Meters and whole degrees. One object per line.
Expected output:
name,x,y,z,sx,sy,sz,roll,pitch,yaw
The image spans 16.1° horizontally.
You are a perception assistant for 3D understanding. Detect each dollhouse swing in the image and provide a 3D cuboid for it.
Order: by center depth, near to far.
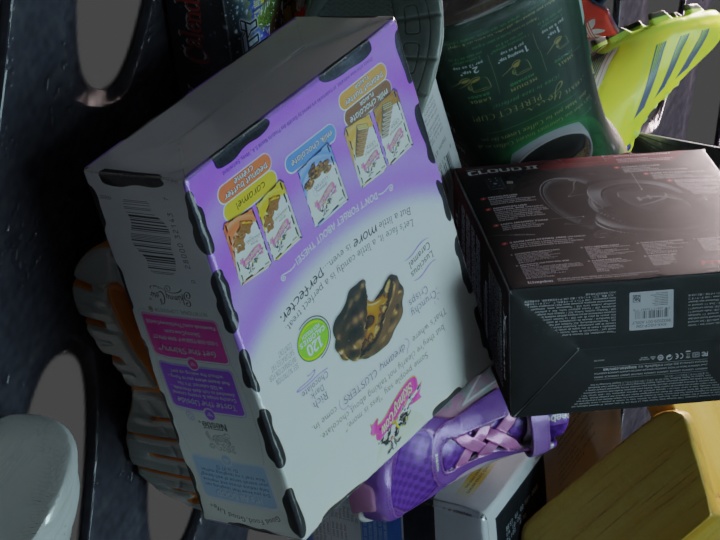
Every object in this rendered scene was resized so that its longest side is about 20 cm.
dollhouse swing,0.159,0.107,1.555,0.182,0.176,0.200,-41,161,18

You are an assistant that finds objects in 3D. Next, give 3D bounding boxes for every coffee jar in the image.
coffee jar,0.091,-0.098,1.466,0.104,0.085,0.200,-25,131,-5

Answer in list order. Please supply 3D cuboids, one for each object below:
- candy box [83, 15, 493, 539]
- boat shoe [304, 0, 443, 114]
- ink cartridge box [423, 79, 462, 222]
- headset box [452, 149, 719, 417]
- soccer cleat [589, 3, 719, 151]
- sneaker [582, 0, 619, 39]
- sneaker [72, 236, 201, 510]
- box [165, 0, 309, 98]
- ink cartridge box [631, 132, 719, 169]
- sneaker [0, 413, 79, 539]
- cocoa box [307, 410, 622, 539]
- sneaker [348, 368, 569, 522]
candy box,-0.030,0.001,1.247,0.168,0.071,0.201,-40,124,-40
boat shoe,0.008,-0.154,1.329,0.065,0.074,0.203,-35,126,-85
ink cartridge box,0.000,0.000,1.437,0.147,0.086,0.200,-59,148,-33
headset box,0.134,-0.001,1.372,0.200,0.148,0.078,-111,-162,-67
soccer cleat,0.165,-0.110,1.668,0.200,0.065,0.084,-30,93,-26
sneaker,0.165,-0.238,1.671,0.075,0.084,0.201,43,61,-59
sneaker,-0.082,0.048,1.309,0.077,0.078,0.201,-60,147,-42
box,-0.052,-0.179,1.319,0.137,0.038,0.201,-47,139,-47
ink cartridge box,0.195,-0.037,1.677,0.039,0.199,0.100,38,66,-65
sneaker,-0.178,0.169,1.179,0.089,0.075,0.200,84,28,-53
cocoa box,0.063,0.132,1.559,0.200,0.131,0.134,-47,140,-48
sneaker,0.065,0.079,1.408,0.200,0.088,0.081,-36,133,-49
